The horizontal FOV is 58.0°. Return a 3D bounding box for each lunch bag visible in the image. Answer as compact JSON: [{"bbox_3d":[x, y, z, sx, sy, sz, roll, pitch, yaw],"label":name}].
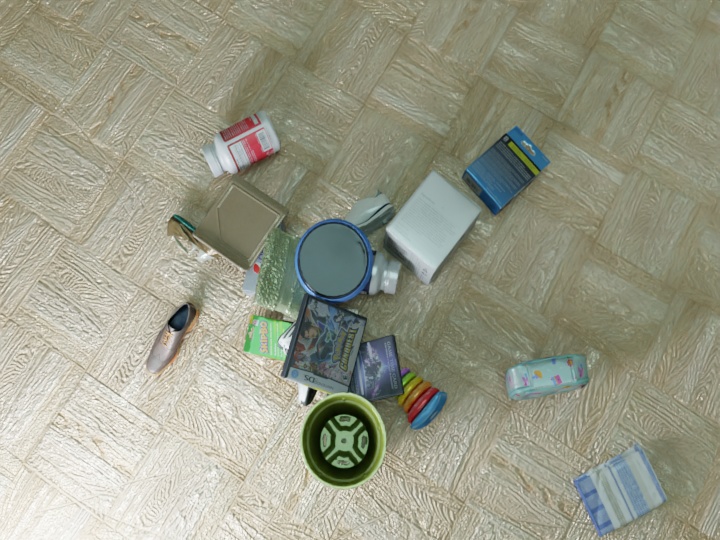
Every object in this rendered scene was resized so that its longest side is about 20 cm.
[{"bbox_3d":[0.452,0.262,1.573,0.193,0.161,0.080,-9,70,3],"label":"lunch bag"}]

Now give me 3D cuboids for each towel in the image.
[{"bbox_3d":[0.630,0.531,1.575,0.195,0.024,0.150,-25,80,-5],"label":"towel"},{"bbox_3d":[-0.183,0.008,1.610,0.145,0.036,0.206,21,69,-22],"label":"towel"}]

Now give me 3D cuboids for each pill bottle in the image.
[{"bbox_3d":[0.000,0.000,1.653,0.193,0.111,0.115,12,75,2],"label":"pill bottle"},{"bbox_3d":[-0.320,-0.333,1.732,0.196,0.113,0.114,-28,78,-8],"label":"pill bottle"}]

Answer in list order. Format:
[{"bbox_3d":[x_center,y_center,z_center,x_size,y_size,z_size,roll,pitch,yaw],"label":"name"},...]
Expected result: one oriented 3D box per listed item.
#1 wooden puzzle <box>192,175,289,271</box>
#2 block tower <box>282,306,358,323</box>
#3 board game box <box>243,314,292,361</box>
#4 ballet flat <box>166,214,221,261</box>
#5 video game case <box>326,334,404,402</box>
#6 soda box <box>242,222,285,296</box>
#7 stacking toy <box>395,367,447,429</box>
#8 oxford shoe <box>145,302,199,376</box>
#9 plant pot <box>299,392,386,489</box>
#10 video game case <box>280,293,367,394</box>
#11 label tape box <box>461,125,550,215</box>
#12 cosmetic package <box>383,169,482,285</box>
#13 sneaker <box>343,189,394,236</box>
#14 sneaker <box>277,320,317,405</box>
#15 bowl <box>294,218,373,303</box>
[{"bbox_3d":[-0.304,-0.120,1.661,0.182,0.037,0.202,32,74,12],"label":"wooden puzzle"},{"bbox_3d":[-0.104,0.116,1.652,0.193,0.058,0.056,10,75,3],"label":"block tower"},{"bbox_3d":[-0.193,0.180,1.647,0.193,0.030,0.099,13,78,-1],"label":"board game box"},{"bbox_3d":[-0.426,-0.070,1.694,0.196,0.068,0.074,30,97,7],"label":"ballet flat"},{"bbox_3d":[0.004,0.253,1.596,0.194,0.019,0.147,-16,68,15],"label":"video game case"},{"bbox_3d":[-0.249,-0.034,1.682,0.066,0.064,0.207,9,76,4],"label":"soda box"},{"bbox_3d":[0.110,0.285,1.598,0.199,0.110,0.117,43,93,21],"label":"stacking toy"},{"bbox_3d":[-0.480,0.166,1.623,0.070,0.073,0.204,26,77,5],"label":"oxford shoe"},{"bbox_3d":[-0.038,0.397,1.515,0.193,0.185,0.208,0,75,0],"label":"plant pot"},{"bbox_3d":[-0.084,0.183,1.558,0.177,0.025,0.206,23,76,-27],"label":"video game case"},{"bbox_3d":[0.392,-0.271,1.754,0.199,0.066,0.144,-40,80,-13],"label":"label tape box"},{"bbox_3d":[0.180,-0.106,1.656,0.164,0.165,0.201,39,79,8],"label":"cosmetic package"},{"bbox_3d":[-0.005,-0.133,1.716,0.197,0.077,0.081,-32,67,-13],"label":"sneaker"},{"bbox_3d":[-0.153,0.223,1.603,0.112,0.076,0.208,7,82,17],"label":"sneaker"},{"bbox_3d":[-0.065,-0.024,1.581,0.193,0.039,0.208,0,88,2],"label":"bowl"}]
